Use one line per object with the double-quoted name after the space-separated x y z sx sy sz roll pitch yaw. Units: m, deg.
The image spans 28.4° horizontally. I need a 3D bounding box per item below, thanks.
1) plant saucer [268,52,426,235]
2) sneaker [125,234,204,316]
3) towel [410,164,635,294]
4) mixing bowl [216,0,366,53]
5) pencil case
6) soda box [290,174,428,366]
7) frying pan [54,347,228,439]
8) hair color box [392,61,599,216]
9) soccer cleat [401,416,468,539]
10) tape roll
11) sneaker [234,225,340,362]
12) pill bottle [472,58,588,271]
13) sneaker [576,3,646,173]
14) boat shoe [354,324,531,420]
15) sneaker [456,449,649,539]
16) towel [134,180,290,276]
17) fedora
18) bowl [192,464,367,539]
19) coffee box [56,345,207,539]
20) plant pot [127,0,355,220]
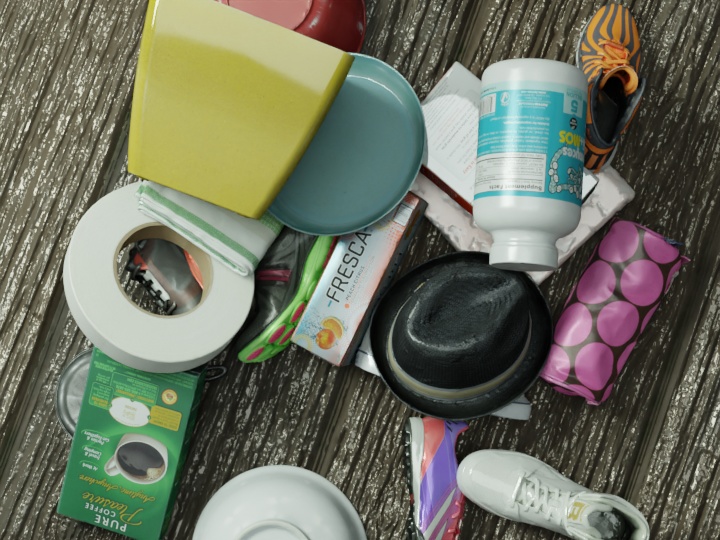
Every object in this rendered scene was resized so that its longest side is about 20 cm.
-0.024 -0.131 1.503 0.197 0.027 0.203 -4 75 16 "plant saucer"
-0.215 0.010 1.538 0.081 0.077 0.202 -10 71 -32 "sneaker"
0.169 -0.092 1.564 0.191 0.032 0.200 -43 84 -1 "towel"
-0.093 -0.288 1.558 0.197 0.108 0.203 0 85 2 "mixing bowl"
0.268 0.046 1.522 0.093 0.091 0.202 31 89 -15 "pencil case"
0.000 0.000 1.531 0.063 0.068 0.202 27 93 11 "soda box"
-0.248 0.147 1.564 0.187 0.031 0.117 9 86 6 "frying pan"
0.143 -0.113 1.522 0.200 0.064 0.111 41 87 8 "hair color box"
0.085 0.257 1.519 0.072 0.068 0.203 -2 83 -5 "soccer cleat"
-0.208 0.005 1.481 0.200 0.037 0.206 8 65 -18 "tape roll"
-0.085 0.009 1.553 0.083 0.077 0.202 25 80 18 "sneaker"
0.170 -0.103 1.432 0.109 0.111 0.203 4 85 3 "pill bottle"
0.274 -0.210 1.517 0.076 0.112 0.203 12 71 -4 "sneaker"
0.094 0.105 1.528 0.198 0.074 0.066 19 90 3 "boat shoe"
0.203 0.237 1.472 0.198 0.116 0.075 21 80 -7 "sneaker"
-0.137 -0.101 1.528 0.148 0.031 0.201 34 52 -5 "towel"
0.107 0.054 1.468 0.197 0.092 0.203 0 68 -1 "fedora"
-0.089 0.310 1.508 0.198 0.090 0.204 0 84 2 "bowl"
-0.245 0.182 1.522 0.121 0.044 0.203 15 104 4 "coffee box"
-0.135 -0.156 1.403 0.198 0.200 0.179 20 91 -8 "plant pot"
